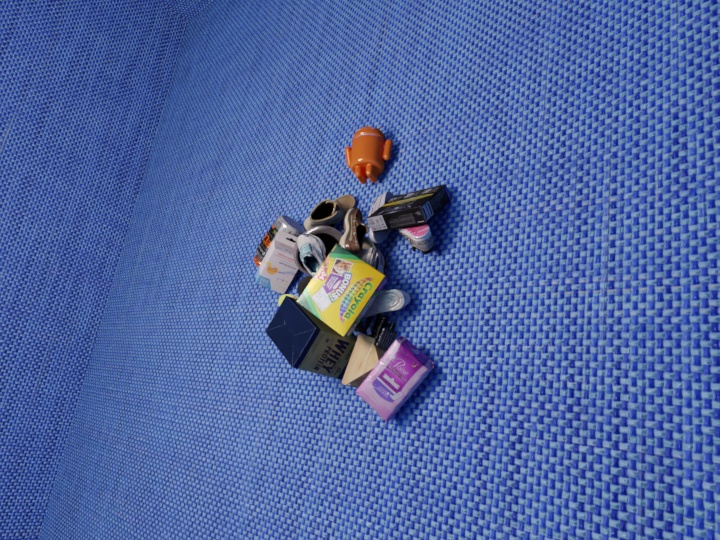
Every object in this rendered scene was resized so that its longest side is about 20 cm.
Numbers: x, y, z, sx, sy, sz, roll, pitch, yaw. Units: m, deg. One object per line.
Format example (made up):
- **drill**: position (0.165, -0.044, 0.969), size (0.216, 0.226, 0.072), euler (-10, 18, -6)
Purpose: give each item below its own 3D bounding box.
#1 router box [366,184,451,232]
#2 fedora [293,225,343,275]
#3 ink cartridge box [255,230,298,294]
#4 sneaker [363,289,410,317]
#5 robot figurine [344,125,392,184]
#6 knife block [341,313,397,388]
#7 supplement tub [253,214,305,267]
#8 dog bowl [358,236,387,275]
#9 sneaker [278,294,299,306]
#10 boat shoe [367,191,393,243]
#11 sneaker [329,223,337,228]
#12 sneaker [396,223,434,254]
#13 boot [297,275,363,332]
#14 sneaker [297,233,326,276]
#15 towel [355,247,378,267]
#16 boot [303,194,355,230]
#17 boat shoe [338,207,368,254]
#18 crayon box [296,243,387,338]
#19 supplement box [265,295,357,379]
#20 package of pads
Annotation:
- **router box**: position (0.139, -0.178, 1.540), size (0.199, 0.053, 0.157), euler (-7, 26, 44)
- **fedora**: position (-0.126, -0.073, 1.773), size (0.200, 0.177, 0.090), euler (-41, 17, 19)
- **ink cartridge box**: position (-0.278, -0.028, 1.879), size (0.201, 0.115, 0.068), euler (-58, 24, 23)
- **sneaker**: position (0.046, 0.091, 1.526), size (0.199, 0.080, 0.077), euler (-3, 93, 25)
- **robot figurine**: position (0.024, -0.390, 1.767), size (0.144, 0.116, 0.202), euler (-28, 52, 57)
- **knife block**: position (0.021, 0.221, 1.538), size (0.200, 0.064, 0.176), euler (-37, 49, 28)
- **supplement tub**: position (-0.299, -0.093, 1.955), size (0.200, 0.122, 0.123), euler (-53, 44, 13)
- **dog bowl**: position (0.000, 0.000, 1.650), size (0.199, 0.074, 0.202), euler (-21, 57, 37)
- **sneaker**: position (-0.237, 0.131, 1.817), size (0.200, 0.090, 0.079), euler (35, 99, 49)
- **boat shoe**: position (0.056, -0.158, 1.650), size (0.065, 0.074, 0.201), euler (-16, 39, 39)
- **sneaker**: position (-0.151, -0.118, 1.845), size (0.071, 0.082, 0.201), euler (31, 97, 47)
- **sneaker**: position (0.159, -0.100, 1.535), size (0.073, 0.088, 0.200), euler (-28, 24, -6)
- **boot**: position (-0.092, 0.110, 1.617), size (0.069, 0.174, 0.200), euler (-49, 52, -2)
- **sneaker**: position (-0.149, -0.049, 1.638), size (0.078, 0.086, 0.200), euler (-47, 55, 17)
- **towel**: position (-0.031, 0.001, 1.604), size (0.199, 0.034, 0.134), euler (-2, 70, 45)
- **boot**: position (-0.089, -0.200, 1.737), size (0.199, 0.072, 0.155), euler (-32, -1, -14)
- **boat shoe**: position (-0.008, -0.118, 1.606), size (0.074, 0.075, 0.203), euler (-13, 43, 23)
- **crayon box**: position (-0.050, 0.056, 1.476), size (0.172, 0.058, 0.201), euler (33, 86, 20)
- **supplement box**: position (-0.141, 0.202, 1.606), size (0.200, 0.199, 0.135), euler (40, 101, 46)
- **package of pads**: position (0.089, 0.286, 1.404), size (0.120, 0.076, 0.200), euler (40, 104, 12)
